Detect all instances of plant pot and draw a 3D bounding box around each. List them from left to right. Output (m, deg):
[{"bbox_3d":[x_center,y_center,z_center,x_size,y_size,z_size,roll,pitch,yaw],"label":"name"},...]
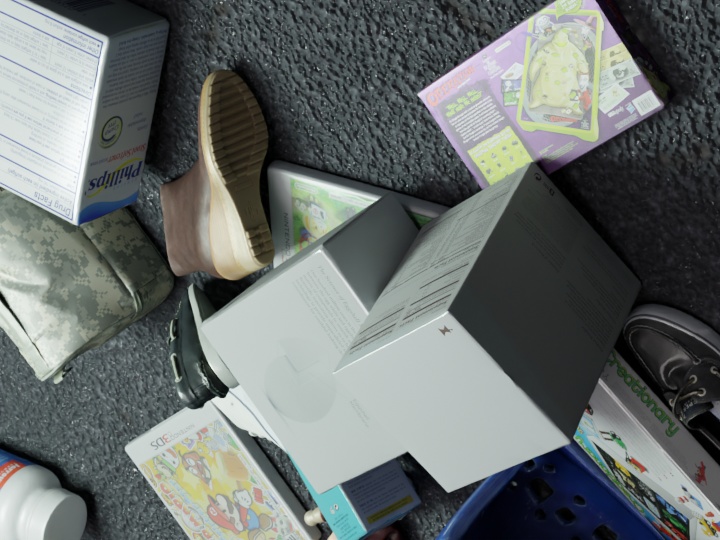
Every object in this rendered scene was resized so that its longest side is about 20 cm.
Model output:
[{"bbox_3d":[0.157,0.293,1.516,0.200,0.200,0.180,43,140,5],"label":"plant pot"}]

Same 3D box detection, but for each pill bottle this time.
[{"bbox_3d":[-0.437,0.282,2.009,0.199,0.112,0.113,16,126,28],"label":"pill bottle"}]

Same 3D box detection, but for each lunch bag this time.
[{"bbox_3d":[-0.324,-0.001,1.707,0.139,0.168,0.201,-32,95,44],"label":"lunch bag"}]

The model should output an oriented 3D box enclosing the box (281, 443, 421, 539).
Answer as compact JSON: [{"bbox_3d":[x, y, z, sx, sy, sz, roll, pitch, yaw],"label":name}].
[{"bbox_3d":[-0.029,0.167,1.619,0.049,0.082,0.201,-43,73,46],"label":"box"}]

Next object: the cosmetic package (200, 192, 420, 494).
[{"bbox_3d":[-0.004,0.069,1.510,0.200,0.123,0.200,-31,96,46],"label":"cosmetic package"}]

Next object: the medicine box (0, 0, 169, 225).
[{"bbox_3d":[-0.301,-0.176,1.601,0.181,0.103,0.201,26,118,22],"label":"medicine box"}]

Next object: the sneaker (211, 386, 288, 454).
[{"bbox_3d":[-0.089,0.146,1.700,0.200,0.073,0.071,42,144,20],"label":"sneaker"}]

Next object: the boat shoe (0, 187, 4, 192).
[{"bbox_3d":[-0.387,-0.022,1.818,0.067,0.057,0.201,-2,116,38],"label":"boat shoe"}]

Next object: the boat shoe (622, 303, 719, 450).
[{"bbox_3d":[0.295,0.112,1.382,0.200,0.066,0.070,45,134,5],"label":"boat shoe"}]

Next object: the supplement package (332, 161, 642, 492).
[{"bbox_3d":[0.109,0.048,1.371,0.152,0.200,0.150,46,136,-14],"label":"supplement package"}]

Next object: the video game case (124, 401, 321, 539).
[{"bbox_3d":[-0.157,0.247,1.839,0.182,0.023,0.200,-32,96,44],"label":"video game case"}]

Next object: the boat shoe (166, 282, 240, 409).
[{"bbox_3d":[-0.165,0.073,1.629,0.060,0.200,0.076,-35,109,3],"label":"boat shoe"}]

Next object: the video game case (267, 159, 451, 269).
[{"bbox_3d":[0.000,0.000,1.565,0.199,0.022,0.183,17,126,28],"label":"video game case"}]

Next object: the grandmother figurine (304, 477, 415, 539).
[{"bbox_3d":[-0.001,0.278,1.721,0.121,0.061,0.200,22,131,-11],"label":"grandmother figurine"}]

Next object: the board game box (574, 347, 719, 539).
[{"bbox_3d":[0.249,0.160,1.437,0.200,0.035,0.126,48,159,1],"label":"board game box"}]

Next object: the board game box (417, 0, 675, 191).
[{"bbox_3d":[0.150,-0.146,1.357,0.200,0.032,0.120,-29,102,43],"label":"board game box"}]

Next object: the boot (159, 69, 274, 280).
[{"bbox_3d":[-0.156,-0.089,1.595,0.166,0.072,0.201,-1,101,53],"label":"boot"}]
